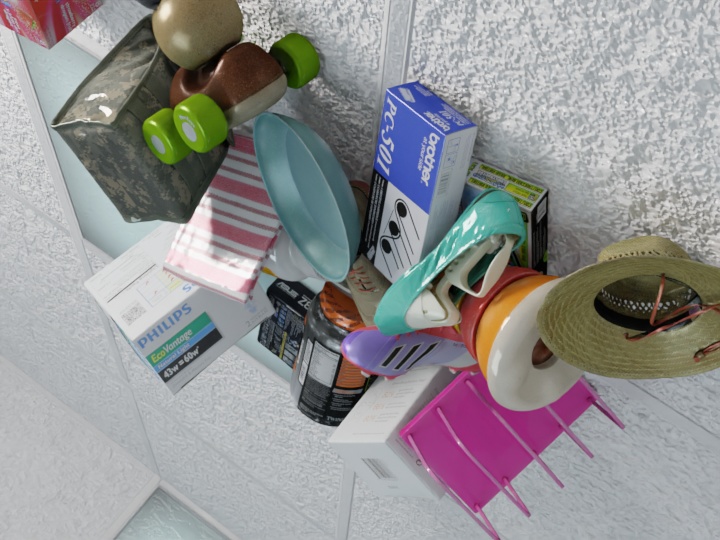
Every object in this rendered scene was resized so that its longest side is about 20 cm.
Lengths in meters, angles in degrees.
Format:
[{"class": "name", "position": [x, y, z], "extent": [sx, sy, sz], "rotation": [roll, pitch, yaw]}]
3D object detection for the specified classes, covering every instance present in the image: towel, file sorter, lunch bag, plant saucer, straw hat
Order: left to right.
[{"class": "lunch bag", "position": [-0.230, -0.178, 1.211], "extent": [0.117, 0.201, 0.164], "rotation": [2, 141, 31]}, {"class": "towel", "position": [-0.148, -0.068, 1.278], "extent": [0.146, 0.201, 0.030], "rotation": [20, 174, 35]}, {"class": "plant saucer", "position": [-0.052, -0.085, 1.138], "extent": [0.200, 0.036, 0.201], "rotation": [50, 156, 32]}, {"class": "file sorter", "position": [0.171, 0.181, 1.176], "extent": [0.139, 0.200, 0.125], "rotation": [46, -179, -16]}, {"class": "straw hat", "position": [0.262, 0.016, 0.961], "extent": [0.199, 0.086, 0.202], "rotation": [6, 143, 4]}]

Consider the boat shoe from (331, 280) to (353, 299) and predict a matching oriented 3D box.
[{"class": "boat shoe", "position": [0.040, 0.028, 1.308], "extent": [0.199, 0.072, 0.060], "rotation": [16, 142, 31]}]

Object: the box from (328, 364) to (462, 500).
[{"class": "box", "position": [0.083, 0.178, 1.330], "extent": [0.106, 0.200, 0.152], "rotation": [48, 154, -14]}]

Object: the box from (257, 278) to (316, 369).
[{"class": "box", "position": [-0.078, 0.103, 1.605], "extent": [0.161, 0.049, 0.200], "rotation": [38, 153, 10]}]

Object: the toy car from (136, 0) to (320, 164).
[{"class": "toy car", "position": [-0.171, -0.241, 1.084], "extent": [0.157, 0.164, 0.201], "rotation": [-6, 119, 56]}]

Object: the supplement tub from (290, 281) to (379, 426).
[{"class": "supplement tub", "position": [-0.022, 0.104, 1.409], "extent": [0.122, 0.122, 0.201], "rotation": [32, 133, 17]}]

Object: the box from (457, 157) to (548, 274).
[{"class": "box", "position": [0.144, -0.028, 1.118], "extent": [0.110, 0.035, 0.201], "rotation": [26, 151, 27]}]

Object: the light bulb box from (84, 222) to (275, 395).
[{"class": "light bulb box", "position": [-0.266, 0.040, 1.540], "extent": [0.200, 0.198, 0.125], "rotation": [36, 161, 48]}]

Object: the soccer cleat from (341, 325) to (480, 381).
[{"class": "soccer cleat", "position": [0.069, 0.073, 1.130], "extent": [0.077, 0.199, 0.067], "rotation": [-62, 40, 30]}]

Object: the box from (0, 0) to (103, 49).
[{"class": "box", "position": [-0.390, -0.374, 1.224], "extent": [0.095, 0.100, 0.201], "rotation": [28, 151, 24]}]

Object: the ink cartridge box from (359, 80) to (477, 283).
[{"class": "ink cartridge box", "position": [0.054, -0.078, 1.055], "extent": [0.094, 0.044, 0.201], "rotation": [44, 139, 36]}]

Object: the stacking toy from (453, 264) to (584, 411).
[{"class": "stacking toy", "position": [0.136, 0.036, 1.078], "extent": [0.200, 0.146, 0.147], "rotation": [39, 160, 44]}]

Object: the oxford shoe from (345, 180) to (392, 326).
[{"class": "oxford shoe", "position": [0.000, 0.000, 1.225], "extent": [0.070, 0.075, 0.201], "rotation": [-14, 100, 29]}]

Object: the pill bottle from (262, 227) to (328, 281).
[{"class": "pill bottle", "position": [-0.105, -0.050, 1.330], "extent": [0.199, 0.113, 0.113], "rotation": [17, 145, 40]}]

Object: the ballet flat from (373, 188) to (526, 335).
[{"class": "ballet flat", "position": [0.087, 0.010, 1.023], "extent": [0.067, 0.200, 0.071], "rotation": [18, -147, -42]}]
